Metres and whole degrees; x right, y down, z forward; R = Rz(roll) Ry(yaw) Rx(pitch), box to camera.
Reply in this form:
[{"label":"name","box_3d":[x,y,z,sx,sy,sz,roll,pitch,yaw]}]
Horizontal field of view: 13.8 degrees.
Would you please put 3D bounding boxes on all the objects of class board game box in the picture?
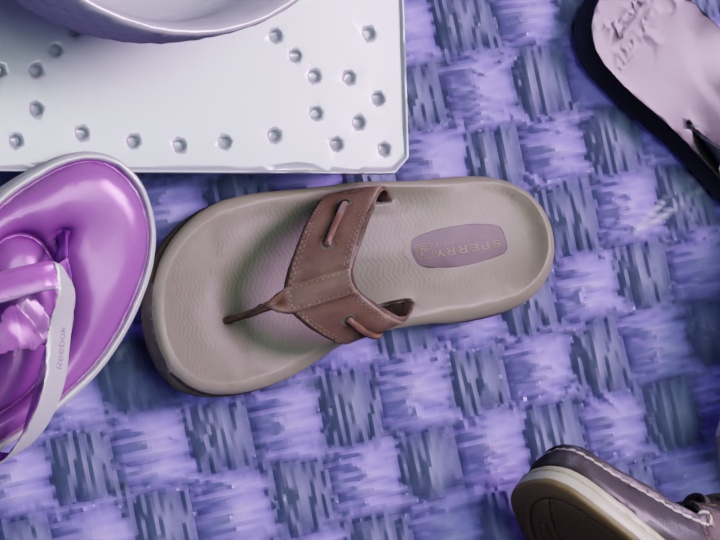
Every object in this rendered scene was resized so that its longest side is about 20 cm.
[{"label":"board game box","box_3d":[-0.080,-0.138,1.222,0.200,0.026,0.200,0,85,-20]}]

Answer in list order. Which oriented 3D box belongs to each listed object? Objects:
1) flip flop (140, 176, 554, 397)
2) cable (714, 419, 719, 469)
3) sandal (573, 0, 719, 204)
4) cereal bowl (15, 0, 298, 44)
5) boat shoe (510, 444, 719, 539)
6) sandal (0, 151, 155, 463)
[{"label":"flip flop","box_3d":[0.000,0.000,1.236,0.200,0.058,0.081,-10,87,-27]},{"label":"cable","box_3d":[0.266,0.036,1.334,0.200,0.069,0.200,12,91,-30]},{"label":"sandal","box_3d":[0.182,-0.062,1.343,0.200,0.043,0.076,33,69,-18]},{"label":"cereal bowl","box_3d":[-0.095,-0.182,1.150,0.200,0.083,0.200,5,82,-36]},{"label":"boat shoe","box_3d":[0.149,0.128,1.287,0.201,0.072,0.066,38,62,-22]},{"label":"sandal","box_3d":[-0.147,0.039,1.152,0.203,0.050,0.082,-48,113,-15]}]
